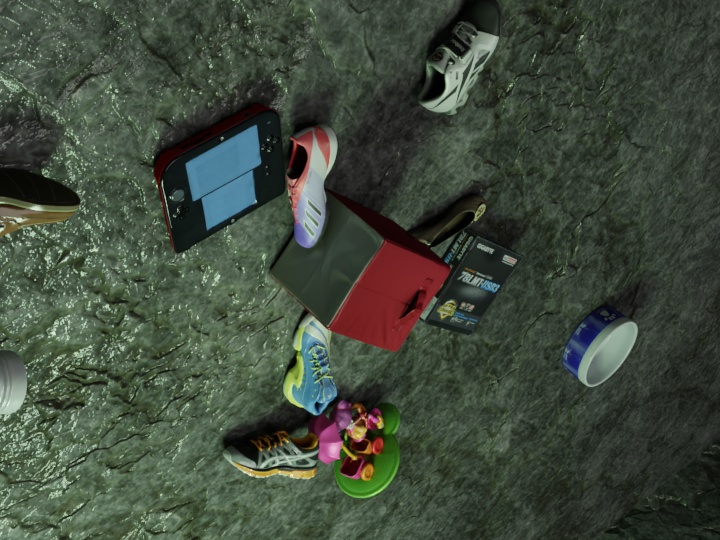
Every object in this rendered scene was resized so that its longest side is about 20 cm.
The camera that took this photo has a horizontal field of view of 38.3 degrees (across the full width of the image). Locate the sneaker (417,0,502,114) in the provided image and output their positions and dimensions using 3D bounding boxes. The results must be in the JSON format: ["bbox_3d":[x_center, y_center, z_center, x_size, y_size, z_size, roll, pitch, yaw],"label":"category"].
[{"bbox_3d":[0.152,-0.335,1.616,0.088,0.074,0.200,-4,124,-49],"label":"sneaker"}]

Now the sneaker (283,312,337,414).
[{"bbox_3d":[-0.068,0.166,1.807,0.076,0.105,0.200,-17,134,-40],"label":"sneaker"}]

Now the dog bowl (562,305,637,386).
[{"bbox_3d":[0.605,0.191,2.626,0.200,0.079,0.200,-30,141,-28],"label":"dog bowl"}]

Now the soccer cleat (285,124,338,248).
[{"bbox_3d":[-0.085,-0.122,1.555,0.073,0.068,0.200,-16,129,-39],"label":"soccer cleat"}]

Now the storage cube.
[{"bbox_3d":[0.000,0.000,1.654,0.180,0.200,0.171,22,105,-48],"label":"storage cube"}]

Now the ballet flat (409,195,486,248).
[{"bbox_3d":[0.161,-0.077,1.894,0.200,0.046,0.067,-29,141,-29],"label":"ballet flat"}]

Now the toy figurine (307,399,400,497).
[{"bbox_3d":[-0.022,0.315,2.003,0.184,0.150,0.200,43,65,-47],"label":"toy figurine"}]

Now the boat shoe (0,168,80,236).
[{"bbox_3d":[-0.430,-0.074,1.210,0.200,0.072,0.068,4,123,-39],"label":"boat shoe"}]

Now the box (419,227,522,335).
[{"bbox_3d":[0.211,0.025,2.048,0.199,0.050,0.200,-56,146,10],"label":"box"}]

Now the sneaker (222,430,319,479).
[{"bbox_3d":[-0.158,0.326,1.875,0.200,0.078,0.077,10,104,-40],"label":"sneaker"}]

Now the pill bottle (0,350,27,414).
[{"bbox_3d":[-0.517,0.139,1.264,0.200,0.112,0.112,2,121,-50],"label":"pill bottle"}]

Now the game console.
[{"bbox_3d":[-0.192,-0.129,1.457,0.200,0.031,0.177,-32,142,-24],"label":"game console"}]
